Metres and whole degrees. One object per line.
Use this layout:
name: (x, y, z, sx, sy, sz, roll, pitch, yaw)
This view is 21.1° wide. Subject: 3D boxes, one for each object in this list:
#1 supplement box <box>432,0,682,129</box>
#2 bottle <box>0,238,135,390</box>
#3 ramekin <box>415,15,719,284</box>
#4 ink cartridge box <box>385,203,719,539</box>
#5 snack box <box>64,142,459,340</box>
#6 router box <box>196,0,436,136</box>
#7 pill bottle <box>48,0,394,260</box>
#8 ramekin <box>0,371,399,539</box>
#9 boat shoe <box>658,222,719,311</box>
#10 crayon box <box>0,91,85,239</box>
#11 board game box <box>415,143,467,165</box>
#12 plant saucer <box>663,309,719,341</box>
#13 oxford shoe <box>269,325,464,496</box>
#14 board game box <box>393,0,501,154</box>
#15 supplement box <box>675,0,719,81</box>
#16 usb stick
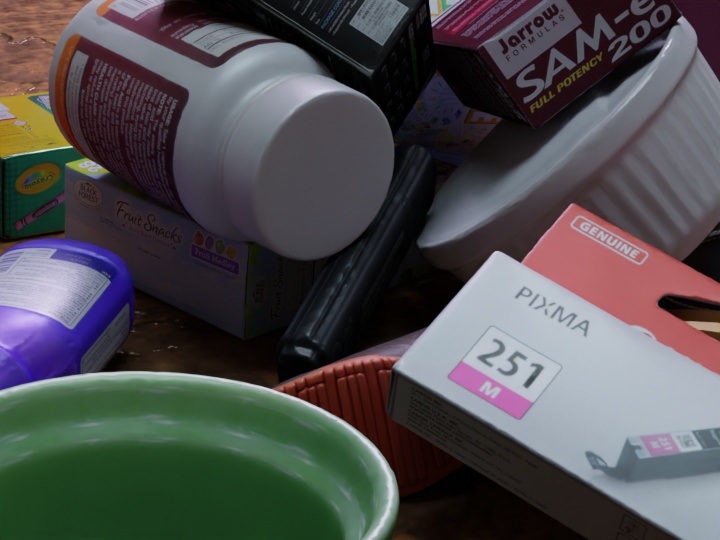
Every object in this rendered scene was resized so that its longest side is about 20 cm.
supplement box: (0.106, -0.145, 1.152, 0.109, 0.061, 0.200, -38, 12, -1)
bottle: (-0.179, 0.045, 0.988, 0.083, 0.065, 0.200, 6, 22, 9)
ramekin: (0.135, -0.050, 1.118, 0.094, 0.202, 0.202, 46, 20, -11)
ink cartridge box: (0.141, 0.052, 0.899, 0.200, 0.044, 0.174, 30, 54, 18)
snack box: (-0.056, -0.036, 1.205, 0.169, 0.068, 0.200, 23, 31, 37)
router box: (-0.034, -0.155, 1.143, 0.150, 0.062, 0.200, 33, -5, 7)
pill bottle: (-0.079, -0.084, 1.087, 0.114, 0.114, 0.200, -14, 29, -36)
ramekin: (-0.087, 0.125, 0.758, 0.200, 0.098, 0.200, 3, 21, -1)
boat shoe: (0.258, -0.003, 1.158, 0.200, 0.073, 0.063, -3, 21, -21)
crayon box: (-0.174, -0.081, 1.311, 0.200, 0.058, 0.119, -10, 26, -31)
board game box: (0.097, -0.048, 1.319, 0.200, 0.019, 0.103, 15, 23, 26)
plant saucer: (0.188, 0.067, 1.023, 0.200, 0.038, 0.200, 3, 22, -1)
oxford shoe: (0.027, 0.065, 0.964, 0.200, 0.071, 0.073, -10, 15, -15)
board game box: (0.051, -0.137, 1.343, 0.134, 0.034, 0.200, -1, -22, -9)
supplement box: (0.247, -0.139, 1.347, 0.103, 0.131, 0.200, 5, 1, 4)
usb stick: (0.000, 0.000, 1.074, 0.033, 0.056, 0.200, 16, 41, 12)
